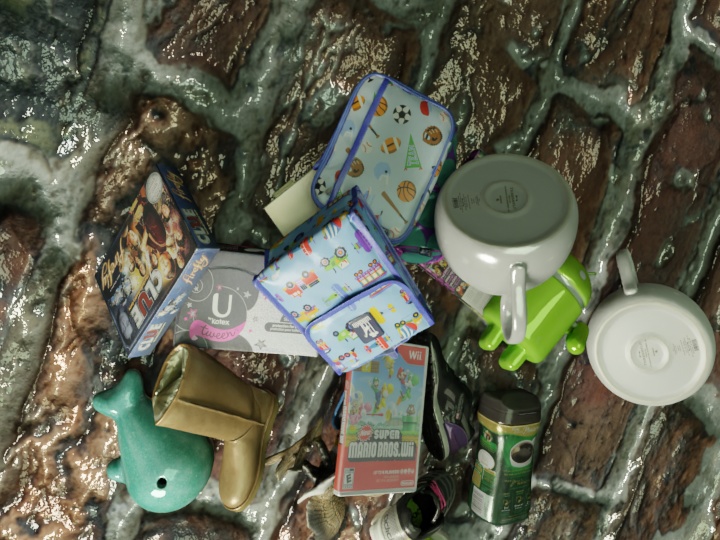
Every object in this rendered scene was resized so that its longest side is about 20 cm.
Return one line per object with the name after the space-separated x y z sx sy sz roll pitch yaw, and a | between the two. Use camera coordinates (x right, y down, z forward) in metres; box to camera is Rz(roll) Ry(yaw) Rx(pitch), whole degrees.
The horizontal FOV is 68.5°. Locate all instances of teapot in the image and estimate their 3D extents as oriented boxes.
0.186 -0.039 0.696 0.199 0.195 0.149 -40 145 -23 | teapot
0.465 0.103 0.864 0.193 0.145 0.206 29 117 15 | teapot

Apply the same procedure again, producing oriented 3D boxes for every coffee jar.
0.236 0.298 0.866 0.101 0.085 0.209 3 97 -28 | coffee jar

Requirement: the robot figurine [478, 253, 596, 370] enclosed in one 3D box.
0.263 0.053 0.797 0.175 0.116 0.201 42 87 10 | robot figurine

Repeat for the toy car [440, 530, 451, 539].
0.070 0.515 0.838 0.145 0.174 0.209 0 99 25 | toy car

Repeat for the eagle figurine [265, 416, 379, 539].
-0.031 0.318 0.789 0.202 0.149 0.152 53 50 -16 | eagle figurine

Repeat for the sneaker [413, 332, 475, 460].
0.136 0.191 0.853 0.085 0.075 0.208 -15 104 -25 | sneaker

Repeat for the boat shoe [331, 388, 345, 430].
0.022 0.159 0.815 0.067 0.084 0.206 25 105 4 | boat shoe

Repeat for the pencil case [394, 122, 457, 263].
0.093 -0.118 0.773 0.089 0.085 0.209 8 83 -20 | pencil case

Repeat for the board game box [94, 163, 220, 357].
-0.263 -0.009 0.670 0.201 0.034 0.137 -49 64 26 | board game box

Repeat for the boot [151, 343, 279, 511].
-0.201 0.216 0.707 0.200 0.064 0.181 45 51 -52 | boot

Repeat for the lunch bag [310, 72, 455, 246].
0.023 -0.139 0.693 0.156 0.076 0.205 27 89 0 | lunch bag

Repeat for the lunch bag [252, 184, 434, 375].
-0.011 0.031 0.655 0.148 0.095 0.202 -31 111 16 | lunch bag

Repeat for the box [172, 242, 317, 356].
-0.151 0.038 0.739 0.192 0.115 0.138 6 95 -12 | box

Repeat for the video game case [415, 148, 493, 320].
0.194 -0.053 0.844 0.179 0.036 0.203 35 89 -14 | video game case

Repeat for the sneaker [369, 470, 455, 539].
0.101 0.358 0.804 0.196 0.087 0.076 -8 65 -50 | sneaker

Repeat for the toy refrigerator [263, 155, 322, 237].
-0.047 -0.129 0.763 0.198 0.076 0.071 -40 103 -5 | toy refrigerator

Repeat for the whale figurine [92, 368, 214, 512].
-0.290 0.242 0.737 0.156 0.104 0.204 -32 103 -6 | whale figurine

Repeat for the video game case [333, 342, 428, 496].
0.033 0.203 0.741 0.139 0.017 0.209 13 79 -35 | video game case
